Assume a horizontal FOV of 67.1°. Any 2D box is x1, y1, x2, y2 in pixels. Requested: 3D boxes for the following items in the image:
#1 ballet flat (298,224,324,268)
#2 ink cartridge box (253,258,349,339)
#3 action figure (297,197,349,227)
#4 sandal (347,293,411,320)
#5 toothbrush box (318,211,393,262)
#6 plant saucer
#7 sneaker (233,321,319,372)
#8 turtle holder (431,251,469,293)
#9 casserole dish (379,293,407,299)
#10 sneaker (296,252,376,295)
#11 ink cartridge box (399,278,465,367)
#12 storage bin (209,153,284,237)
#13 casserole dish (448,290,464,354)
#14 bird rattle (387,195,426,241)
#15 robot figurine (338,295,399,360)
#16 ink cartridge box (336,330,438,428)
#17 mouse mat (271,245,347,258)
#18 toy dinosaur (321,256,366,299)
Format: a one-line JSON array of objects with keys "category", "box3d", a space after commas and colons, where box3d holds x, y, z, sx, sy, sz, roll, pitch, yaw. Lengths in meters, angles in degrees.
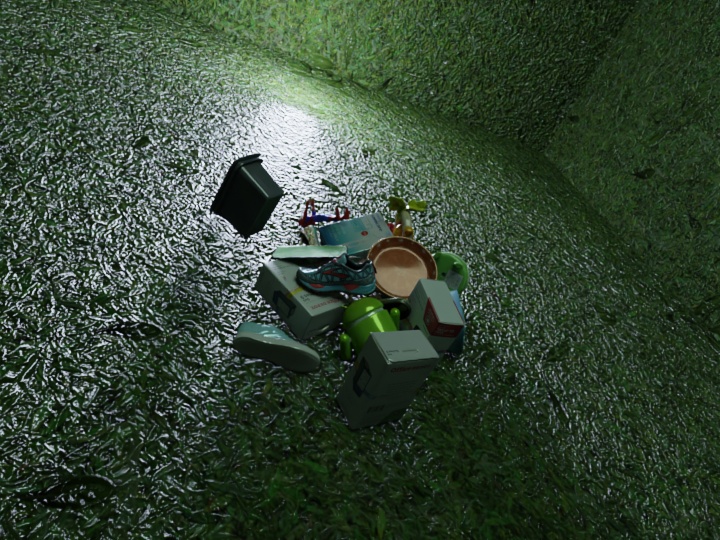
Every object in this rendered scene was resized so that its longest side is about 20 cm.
[{"category": "ballet flat", "box3d": [-0.140, -0.055, 1.561, 0.062, 0.077, 0.202, -14, 39, -6]}, {"category": "ink cartridge box", "box3d": [-0.147, 0.062, 1.357, 0.200, 0.088, 0.144, 45, 35, 23]}, {"category": "action figure", "box3d": [-0.124, -0.182, 1.625, 0.064, 0.197, 0.102, -4, 86, -47]}, {"category": "sandal", "box3d": [0.049, 0.093, 1.403, 0.081, 0.197, 0.058, 60, 41, -34]}, {"category": "toothbrush box", "box3d": [-0.008, -0.074, 1.584, 0.195, 0.087, 0.148, -14, 45, -12]}, {"category": "plant saucer", "box3d": [0.109, -0.002, 1.455, 0.195, 0.033, 0.204, 6, 57, -9]}, {"category": "sneaker", "box3d": [-0.179, 0.158, 1.209, 0.196, 0.075, 0.083, 22, 35, -13]}, {"category": "turtle holder", "box3d": [0.254, 0.012, 1.718, 0.181, 0.145, 0.131, -3, 2, 22]}, {"category": "casserole dish", "box3d": [0.136, 0.114, 1.494, 0.196, 0.121, 0.040, 20, 69, -16]}, {"category": "sneaker", "box3d": [-0.057, -0.003, 1.318, 0.195, 0.098, 0.080, 4, 25, -5]}, {"category": "ink cartridge box", "box3d": [0.160, 0.146, 1.365, 0.081, 0.202, 0.147, 7, 40, -26]}, {"category": "storage bin", "box3d": [-0.304, -0.201, 1.517, 0.134, 0.201, 0.145, 45, 34, 7]}, {"category": "casserole dish", "box3d": [0.257, 0.143, 1.523, 0.038, 0.123, 0.202, 1, 35, -1]}, {"category": "bird rattle", "box3d": [0.114, -0.117, 1.591, 0.110, 0.202, 0.165, 10, 43, -14]}, {"category": "robot figurine", "box3d": [0.030, 0.155, 1.307, 0.173, 0.116, 0.203, -25, 78, -22]}, {"category": "ink cartridge box", "box3d": [0.056, 0.229, 1.157, 0.143, 0.202, 0.088, 0, 40, -36]}, {"category": "mouse mat", "box3d": [-0.131, -0.050, 1.434, 0.195, 0.008, 0.161, -1, 13, -1]}, {"category": "toy dinosaur", "box3d": [0.000, 0.000, 1.491, 0.196, 0.138, 0.086, -17, 37, -23]}]
